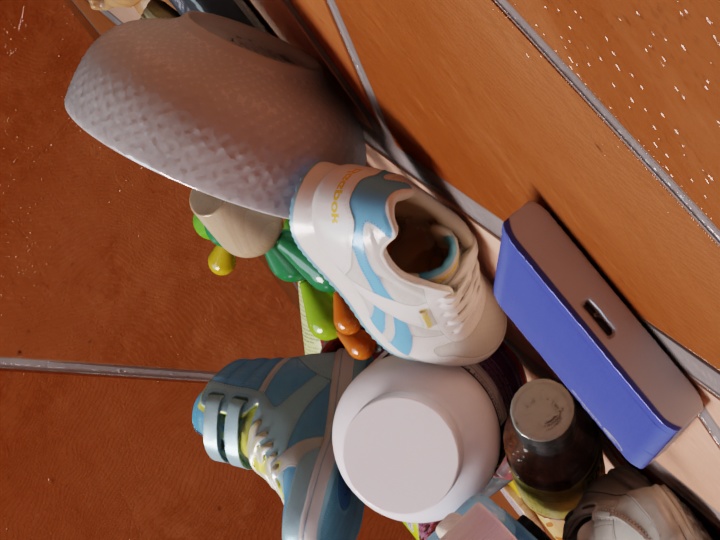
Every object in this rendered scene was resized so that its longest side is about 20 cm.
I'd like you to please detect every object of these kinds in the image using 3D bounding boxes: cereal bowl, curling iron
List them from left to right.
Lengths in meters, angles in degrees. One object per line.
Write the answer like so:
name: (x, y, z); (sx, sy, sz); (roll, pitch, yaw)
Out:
cereal bowl: (-0.083, -0.108, 1.561); (0.199, 0.084, 0.200); (21, -167, -5)
curling iron: (0.107, 0.154, 1.864); (0.025, 0.050, 0.200); (32, 156, -8)

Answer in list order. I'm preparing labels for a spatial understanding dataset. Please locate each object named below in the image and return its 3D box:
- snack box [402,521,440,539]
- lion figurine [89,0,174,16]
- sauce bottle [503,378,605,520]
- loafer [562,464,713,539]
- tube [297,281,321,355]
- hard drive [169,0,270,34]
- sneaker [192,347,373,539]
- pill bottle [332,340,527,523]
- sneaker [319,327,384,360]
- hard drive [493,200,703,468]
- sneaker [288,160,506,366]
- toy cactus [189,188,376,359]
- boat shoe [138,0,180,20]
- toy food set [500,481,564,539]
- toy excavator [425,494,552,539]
snack box: (0.026, 0.086, 1.967); (0.169, 0.067, 0.201); (47, 150, 44)
lion figurine: (-0.150, -0.200, 1.941); (0.200, 0.073, 0.122); (38, 167, -17)
sauce bottle: (0.125, 0.116, 1.608); (0.066, 0.066, 0.200); (50, 176, 16)
loafer: (0.171, 0.169, 1.530); (0.070, 0.070, 0.200); (51, 176, -5)
tube: (-0.022, 0.040, 1.888); (0.052, 0.058, 0.202); (-28, -69, -56)
hard drive: (-0.091, -0.166, 1.743); (0.200, 0.033, 0.140); (52, 176, -2)
sneaker: (-0.062, 0.132, 1.719); (0.201, 0.129, 0.080); (-75, -20, -54)
pill bottle: (0.046, 0.101, 1.656); (0.113, 0.112, 0.200); (51, -164, 0)
sneaker: (0.000, 0.000, 1.797); (0.200, 0.078, 0.116); (92, 172, -61)
hard drive: (0.120, 0.038, 1.293); (0.132, 0.025, 0.200); (51, 175, 9)
sneaker: (0.039, 0.005, 1.521); (0.080, 0.077, 0.200); (9, 159, 40)
toy cactus: (-0.047, -0.023, 1.613); (0.200, 0.103, 0.165); (37, 180, 38)
boat shoe: (-0.104, -0.124, 1.872); (0.200, 0.065, 0.073); (42, -174, -26)
toy food set: (0.137, 0.164, 1.984); (0.200, 0.049, 0.198); (48, 175, 32)
toy excavator: (0.077, 0.188, 1.528); (0.200, 0.100, 0.194); (49, 174, -35)
